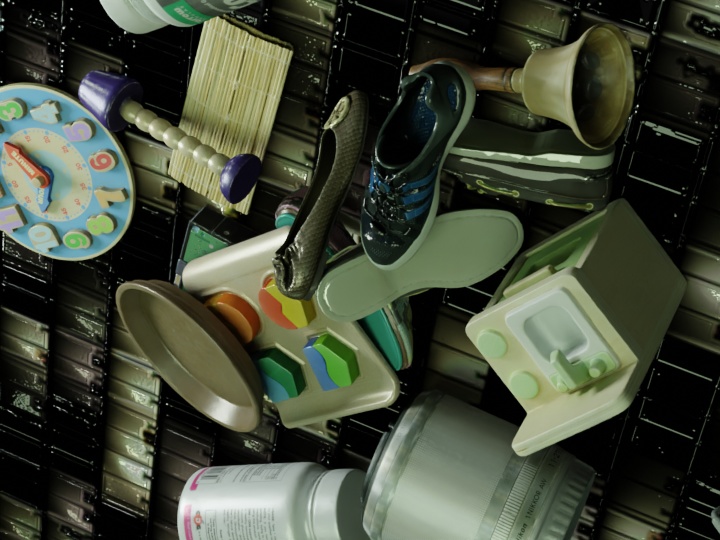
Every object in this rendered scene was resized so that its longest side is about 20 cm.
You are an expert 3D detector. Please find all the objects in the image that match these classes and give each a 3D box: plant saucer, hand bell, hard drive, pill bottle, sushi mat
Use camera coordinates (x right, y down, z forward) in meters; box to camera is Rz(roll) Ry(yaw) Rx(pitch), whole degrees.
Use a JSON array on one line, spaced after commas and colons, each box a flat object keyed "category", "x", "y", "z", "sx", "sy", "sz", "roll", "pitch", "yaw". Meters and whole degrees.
[{"category": "plant saucer", "x": -0.169, "y": 0.082, "z": 1.809, "sx": 0.199, "sy": 0.029, "sz": 0.201, "roll": 36, "pitch": 155, "yaw": 20}, {"category": "hand bell", "x": 0.126, "y": -0.164, "z": 1.539, "sx": 0.198, "sy": 0.104, "sz": 0.105, "roll": 8, "pitch": 125, "yaw": 38}, {"category": "hard drive", "x": -0.094, "y": 0.037, "z": 1.800, "sx": 0.198, "sy": 0.038, "sz": 0.141, "roll": 26, "pitch": 129, "yaw": 9}, {"category": "pill bottle", "x": -0.085, "y": 0.263, "z": 1.895, "sx": 0.198, "sy": 0.114, "sz": 0.114, "roll": -6, "pitch": 118, "yaw": 31}, {"category": "pill bottle", "x": -0.133, "y": -0.281, "z": 1.563, "sx": 0.198, "sy": 0.113, "sz": 0.114, "roll": -15, "pitch": 113, "yaw": 34}, {"category": "sushi mat", "x": -0.127, "y": -0.150, "z": 1.710, "sx": 0.095, "sy": 0.012, "sz": 0.201, "roll": 27, "pitch": 129, "yaw": 10}]

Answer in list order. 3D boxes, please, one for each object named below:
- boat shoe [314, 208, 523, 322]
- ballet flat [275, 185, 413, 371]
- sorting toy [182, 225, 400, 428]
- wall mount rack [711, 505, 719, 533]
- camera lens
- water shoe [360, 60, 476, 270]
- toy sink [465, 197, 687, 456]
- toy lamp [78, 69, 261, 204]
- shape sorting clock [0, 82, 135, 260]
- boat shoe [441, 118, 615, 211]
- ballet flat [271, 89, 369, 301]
[{"category": "boat shoe", "x": 0.051, "y": -0.012, "z": 1.638, "sx": 0.200, "sy": 0.060, "sz": 0.073, "roll": -20, "pitch": 105, "yaw": -5}, {"category": "ballet flat", "x": 0.000, "y": 0.000, "z": 1.704, "sx": 0.201, "sy": 0.071, "sz": 0.069, "roll": 51, "pitch": 147, "yaw": -6}, {"category": "sorting toy", "x": -0.074, "y": 0.063, "z": 1.739, "sx": 0.184, "sy": 0.036, "sz": 0.201, "roll": -17, "pitch": 111, "yaw": 47}, {"category": "wall mount rack", "x": 0.372, "y": 0.322, "z": 1.696, "sx": 0.174, "sy": 0.074, "sz": 0.201, "roll": 50, "pitch": 133, "yaw": 20}, {"category": "camera lens", "x": 0.110, "y": 0.220, "z": 1.733, "sx": 0.198, "sy": 0.160, "sz": 0.161, "roll": 24, "pitch": 129, "yaw": 12}, {"category": "water shoe", "x": 0.031, "y": -0.089, "z": 1.533, "sx": 0.071, "sy": 0.079, "sz": 0.202, "roll": 34, "pitch": 118, "yaw": 27}, {"category": "toy sink", "x": 0.181, "y": 0.045, "z": 1.556, "sx": 0.130, "sy": 0.200, "sz": 0.112, "roll": -30, "pitch": 104, "yaw": 39}, {"category": "toy lamp", "x": -0.187, "y": -0.133, "z": 1.712, "sx": 0.199, "sy": 0.058, "sz": 0.059, "roll": 33, "pitch": 131, "yaw": 19}, {"category": "shape sorting clock", "x": -0.322, "y": -0.098, "z": 1.830, "sx": 0.198, "sy": 0.039, "sz": 0.202, "roll": 14, "pitch": 126, "yaw": 19}, {"category": "boat shoe", "x": 0.125, "y": -0.093, "z": 1.577, "sx": 0.199, "sy": 0.072, "sz": 0.061, "roll": 9, "pitch": 120, "yaw": 19}, {"category": "ballet flat", "x": -0.038, "y": -0.072, "z": 1.617, "sx": 0.046, "sy": 0.202, "sz": 0.067, "roll": 19, "pitch": 174, "yaw": -12}]
